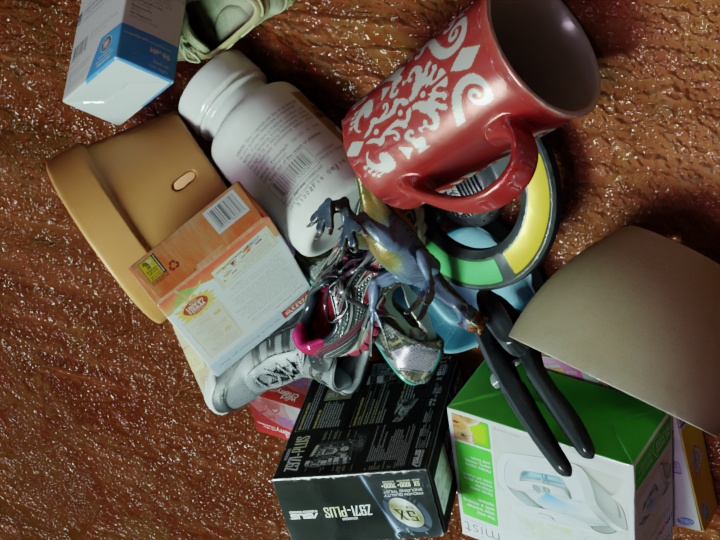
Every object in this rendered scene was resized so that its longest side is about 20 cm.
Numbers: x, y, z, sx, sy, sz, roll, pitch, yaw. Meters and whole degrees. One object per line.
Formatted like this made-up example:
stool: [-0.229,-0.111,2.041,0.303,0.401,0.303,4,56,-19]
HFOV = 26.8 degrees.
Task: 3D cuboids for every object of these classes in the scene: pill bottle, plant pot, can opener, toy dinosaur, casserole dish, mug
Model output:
pill bottle: [-0.081,-0.120,1.488,0.200,0.114,0.115,44,142,15]
plant pot: [0.247,0.041,1.315,0.199,0.135,0.200,26,180,0]
plant pot: [-0.205,-0.067,1.537,0.201,0.140,0.200,55,179,2]
can opener: [0.156,0.108,1.407,0.063,0.078,0.201,-41,52,24]
toy dinosaur: [0.050,-0.015,1.371,0.181,0.201,0.105,17,177,-37]
casserole dish: [0.105,0.012,1.508,0.121,0.039,0.200,51,141,-8]
mug: [0.079,-0.131,1.272,0.133,0.178,0.200,46,132,-14]

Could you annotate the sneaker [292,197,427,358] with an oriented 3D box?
sneaker: [0.000,0.000,1.438,0.080,0.074,0.201,35,115,33]

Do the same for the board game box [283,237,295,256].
board game box: [-0.036,-0.028,1.610,0.103,0.019,0.201,-14,114,48]

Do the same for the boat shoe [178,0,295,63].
boat shoe: [-0.145,-0.246,1.479,0.200,0.063,0.073,-11,116,45]

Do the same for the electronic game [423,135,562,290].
electronic game: [0.100,-0.079,1.395,0.199,0.042,0.201,17,117,36]

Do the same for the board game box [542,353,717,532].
board game box: [0.263,0.159,1.498,0.152,0.040,0.201,7,128,37]

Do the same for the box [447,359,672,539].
box: [0.199,0.198,1.483,0.199,0.097,0.177,16,131,30]

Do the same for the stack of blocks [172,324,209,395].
stack of blocks: [-0.157,0.024,1.683,0.058,0.115,0.201,-28,86,49]

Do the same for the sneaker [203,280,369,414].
sneaker: [-0.069,0.098,1.571,0.114,0.200,0.076,49,-179,41]

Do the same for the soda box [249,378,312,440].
soda box: [-0.031,0.166,1.735,0.199,0.070,0.064,13,134,32]

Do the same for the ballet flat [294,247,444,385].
ballet flat: [0.016,0.025,1.525,0.200,0.072,0.072,47,143,21]

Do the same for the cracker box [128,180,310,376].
cracker box: [-0.131,0.012,1.482,0.058,0.134,0.200,48,173,26]

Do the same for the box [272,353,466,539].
box: [0.018,0.181,1.549,0.163,0.200,0.087,-6,119,17]

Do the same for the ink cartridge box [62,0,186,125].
ink cartridge box: [-0.224,-0.260,1.482,0.068,0.201,0.116,21,152,-31]
